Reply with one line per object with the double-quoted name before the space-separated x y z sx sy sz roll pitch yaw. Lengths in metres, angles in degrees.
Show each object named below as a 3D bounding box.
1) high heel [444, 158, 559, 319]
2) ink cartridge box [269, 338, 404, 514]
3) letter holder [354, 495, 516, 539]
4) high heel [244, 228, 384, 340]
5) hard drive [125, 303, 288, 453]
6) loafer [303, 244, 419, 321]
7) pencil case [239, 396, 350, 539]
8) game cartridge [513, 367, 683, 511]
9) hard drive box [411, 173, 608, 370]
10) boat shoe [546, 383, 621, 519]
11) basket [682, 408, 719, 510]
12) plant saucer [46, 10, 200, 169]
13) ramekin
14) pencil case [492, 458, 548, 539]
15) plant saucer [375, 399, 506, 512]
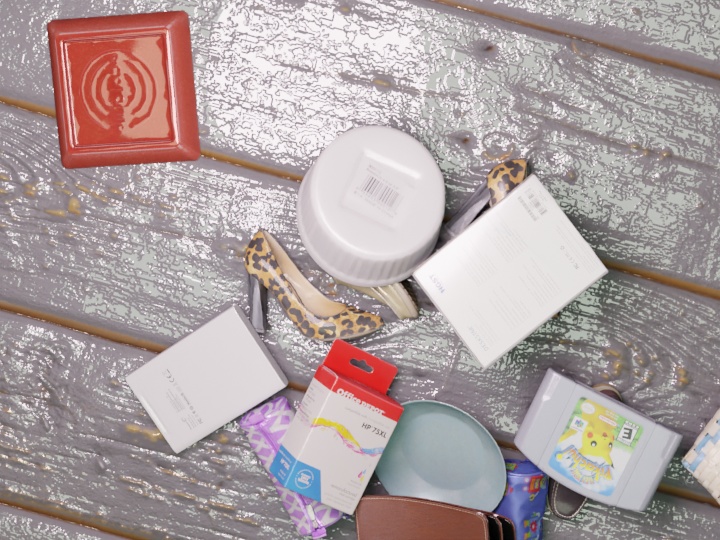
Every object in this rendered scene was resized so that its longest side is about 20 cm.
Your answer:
"high heel" 0.226 -0.043 1.473 0.200 0.071 0.143 44 106 4
"ink cartridge box" -0.024 0.208 1.481 0.115 0.067 0.202 26 90 -25
"letter holder" 0.101 0.354 1.499 0.197 0.100 0.145 1 107 29
"high heel" -0.064 0.018 1.506 0.196 0.071 0.145 3 106 11
"hard drive" -0.216 0.153 1.547 0.198 0.027 0.133 -32 96 17
"loafer" 0.000 0.000 1.505 0.068 0.076 0.200 -45 86 10
"pencil case" -0.096 0.278 1.547 0.083 0.086 0.202 -27 96 18
"game cartridge" 0.314 0.234 1.481 0.198 0.040 0.135 26 101 7
"hard drive box" 0.188 0.001 1.406 0.199 0.077 0.157 -38 87 6
"boat shoe" 0.311 0.257 1.533 0.071 0.065 0.203 22 100 0
"basket" 0.549 0.268 1.475 0.200 0.139 0.177 43 101 26
"plant saucer" -0.324 -0.243 1.495 0.196 0.037 0.203 -3 100 3
"ramekin" 0.017 -0.088 1.433 0.197 0.098 0.204 2 75 -7
"pencil case" 0.224 0.360 1.550 0.077 0.086 0.204 10 103 45
"plant saucer" 0.111 0.259 1.536 0.198 0.039 0.204 10 117 19
